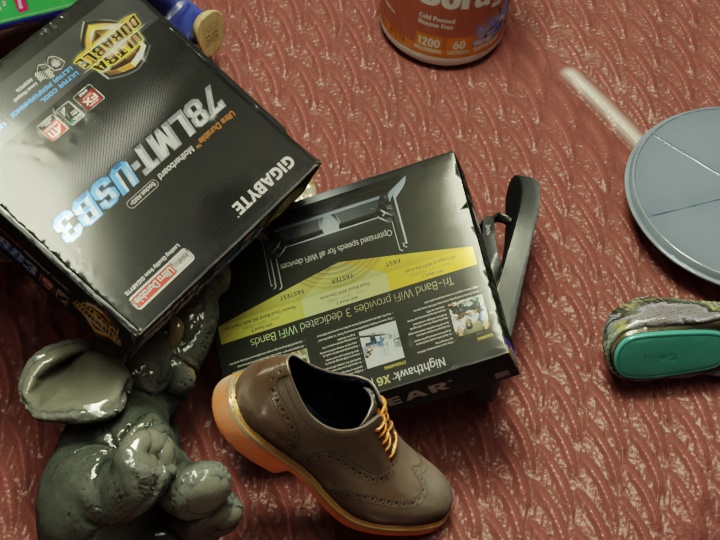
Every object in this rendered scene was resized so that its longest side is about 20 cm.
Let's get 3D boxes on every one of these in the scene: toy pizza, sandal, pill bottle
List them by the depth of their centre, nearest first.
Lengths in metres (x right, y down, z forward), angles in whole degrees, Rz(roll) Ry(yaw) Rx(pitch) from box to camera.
[{"bbox_3d":[0.099,0.003,1.283,0.043,0.076,0.201,15,50,2],"label":"sandal"},{"bbox_3d":[0.307,-0.053,1.381,0.198,0.032,0.201,3,49,-4],"label":"toy pizza"},{"bbox_3d":[0.078,-0.277,1.433,0.111,0.201,0.113,3,50,-3],"label":"pill bottle"}]

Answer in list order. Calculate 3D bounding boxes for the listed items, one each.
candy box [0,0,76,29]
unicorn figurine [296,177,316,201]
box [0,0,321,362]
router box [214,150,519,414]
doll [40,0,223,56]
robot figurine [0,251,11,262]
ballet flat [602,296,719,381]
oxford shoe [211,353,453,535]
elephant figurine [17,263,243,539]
[{"bbox_3d":[-0.262,-0.232,1.352,0.198,0.078,0.169,-13,11,11],"label":"candy box"},{"bbox_3d":[0.000,0.000,1.289,0.198,0.074,0.138,-5,59,8],"label":"unicorn figurine"},{"bbox_3d":[-0.161,-0.072,1.150,0.198,0.050,0.200,42,57,6],"label":"box"},{"bbox_3d":[-0.004,0.023,1.207,0.199,0.052,0.158,-17,66,8],"label":"router box"},{"bbox_3d":[-0.206,-0.230,1.464,0.199,0.049,0.137,31,63,27],"label":"doll"},{"bbox_3d":[-0.299,-0.087,1.292,0.169,0.113,0.201,-27,50,15],"label":"robot figurine"},{"bbox_3d":[0.274,0.045,1.277,0.199,0.072,0.072,2,50,-5],"label":"ballet flat"},{"bbox_3d":[-0.001,0.116,1.128,0.199,0.073,0.072,31,41,-34],"label":"oxford shoe"},{"bbox_3d":[-0.157,0.094,1.153,0.154,0.142,0.201,4,50,-30],"label":"elephant figurine"}]
